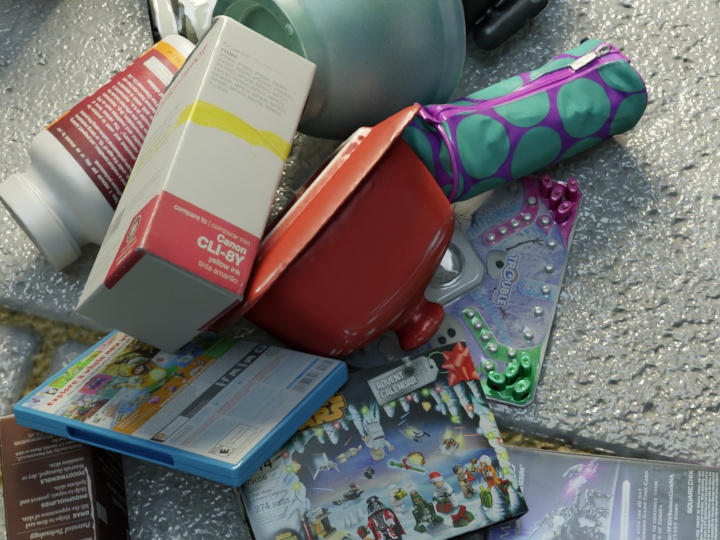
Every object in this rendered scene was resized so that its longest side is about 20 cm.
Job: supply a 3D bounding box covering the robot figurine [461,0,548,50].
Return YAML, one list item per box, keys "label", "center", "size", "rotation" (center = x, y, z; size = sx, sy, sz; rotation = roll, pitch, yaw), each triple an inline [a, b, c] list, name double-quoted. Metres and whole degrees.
- label: "robot figurine"
  center: [0.081, -0.279, 1.169]
  size: [0.200, 0.125, 0.150]
  rotation: [-43, 45, -13]

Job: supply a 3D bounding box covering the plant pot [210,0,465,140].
- label: "plant pot"
  center: [-0.034, -0.189, 1.074]
  size: [0.134, 0.201, 0.200]
  rotation: [-29, 64, -35]

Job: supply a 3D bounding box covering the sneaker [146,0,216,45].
- label: "sneaker"
  center: [-0.145, -0.285, 1.229]
  size: [0.114, 0.076, 0.202]
  rotation: [-11, 73, -9]

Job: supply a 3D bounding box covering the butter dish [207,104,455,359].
- label: "butter dish"
  center: [0.000, 0.000, 1.009]
  size: [0.148, 0.200, 0.200]
  rotation: [41, 74, -6]

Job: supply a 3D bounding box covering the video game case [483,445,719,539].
- label: "video game case"
  center: [0.190, 0.209, 0.995]
  size: [0.198, 0.019, 0.144]
  rotation: [4, 66, 9]

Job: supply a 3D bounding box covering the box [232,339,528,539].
- label: "box"
  center: [0.007, 0.144, 0.979]
  size: [0.198, 0.040, 0.138]
  rotation: [-16, 73, -16]

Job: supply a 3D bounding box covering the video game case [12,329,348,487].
- label: "video game case"
  center: [-0.129, 0.088, 0.967]
  size: [0.199, 0.018, 0.143]
  rotation: [10, 32, 29]

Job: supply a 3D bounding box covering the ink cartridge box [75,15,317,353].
- label: "ink cartridge box"
  center: [-0.117, -0.060, 0.976]
  size: [0.083, 0.145, 0.201]
  rotation: [25, 62, -18]

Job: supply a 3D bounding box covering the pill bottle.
- label: "pill bottle"
  center: [-0.198, -0.095, 1.117]
  size: [0.200, 0.113, 0.113]
  rotation: [-40, 68, -12]

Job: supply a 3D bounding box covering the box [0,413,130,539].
- label: "box"
  center: [-0.212, 0.208, 0.990]
  size: [0.074, 0.100, 0.202]
  rotation: [-11, 66, 1]

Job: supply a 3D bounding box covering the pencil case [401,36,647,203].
- label: "pencil case"
  center: [0.130, -0.123, 1.086]
  size: [0.199, 0.093, 0.085]
  rotation: [-24, 51, -22]

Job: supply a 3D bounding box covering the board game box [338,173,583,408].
- label: "board game box"
  center: [0.065, -0.006, 1.099]
  size: [0.198, 0.026, 0.201]
  rotation: [13, 68, 11]
